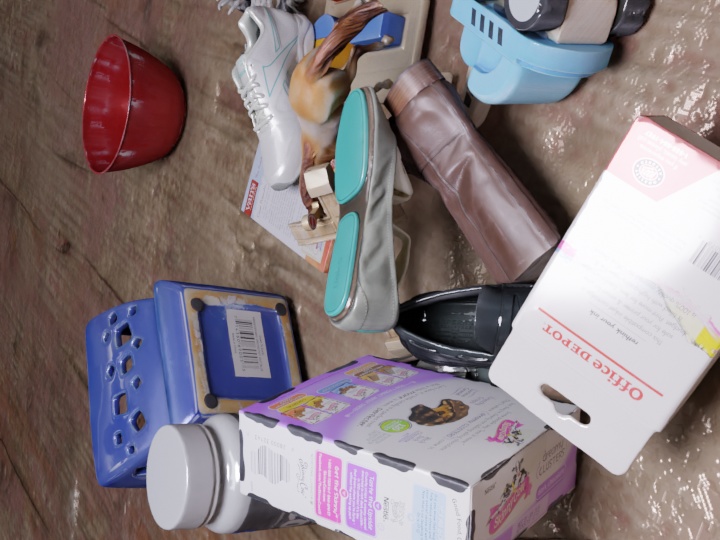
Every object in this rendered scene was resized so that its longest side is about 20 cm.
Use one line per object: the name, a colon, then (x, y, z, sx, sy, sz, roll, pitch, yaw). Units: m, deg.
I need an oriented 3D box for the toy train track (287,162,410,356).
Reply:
toy train track: (0.000, 0.000, 0.825, 0.114, 0.033, 0.201, -12, 118, 30)

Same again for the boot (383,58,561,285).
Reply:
boot: (0.080, -0.049, 0.778, 0.200, 0.064, 0.187, 54, 160, 12)

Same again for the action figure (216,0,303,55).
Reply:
action figure: (-0.107, -0.300, 1.060, 0.119, 0.102, 0.201, 17, 99, 43)

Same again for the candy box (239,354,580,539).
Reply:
candy box: (0.038, 0.134, 0.690, 0.199, 0.167, 0.072, 11, 107, 36)

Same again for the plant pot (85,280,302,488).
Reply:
plant pot: (-0.175, 0.121, 1.037, 0.180, 0.199, 0.201, -33, 59, 41)

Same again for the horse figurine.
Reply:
horse figurine: (-0.019, -0.148, 0.801, 0.050, 0.133, 0.200, 34, 156, 17)

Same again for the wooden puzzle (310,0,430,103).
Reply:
wooden puzzle: (0.004, -0.272, 0.943, 0.185, 0.046, 0.201, 9, 94, 55)

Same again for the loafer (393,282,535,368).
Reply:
loafer: (0.110, 0.044, 0.703, 0.200, 0.070, 0.068, -4, 67, 39)

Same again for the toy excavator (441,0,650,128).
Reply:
toy excavator: (0.109, -0.168, 0.749, 0.195, 0.099, 0.201, 52, 137, 45)

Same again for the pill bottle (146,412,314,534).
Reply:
pill bottle: (-0.097, 0.195, 0.904, 0.114, 0.199, 0.114, -8, 80, 55)

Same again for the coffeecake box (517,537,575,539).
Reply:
coffeecake box: (0.050, 0.244, 0.685, 0.153, 0.199, 0.073, -20, 71, 53)

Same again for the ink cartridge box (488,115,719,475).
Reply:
ink cartridge box: (0.180, 0.017, 0.592, 0.116, 0.067, 0.201, 38, 115, 22)

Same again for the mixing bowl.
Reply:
mixing bowl: (-0.325, -0.234, 1.361, 0.200, 0.108, 0.201, -10, 78, 54)

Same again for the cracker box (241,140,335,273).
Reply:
cracker box: (-0.048, -0.092, 0.988, 0.200, 0.057, 0.135, 36, 114, 50)

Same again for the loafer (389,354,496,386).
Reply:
loafer: (0.058, 0.103, 0.809, 0.200, 0.063, 0.072, -14, 75, 54)

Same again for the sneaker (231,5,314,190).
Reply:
sneaker: (-0.096, -0.179, 0.957, 0.070, 0.080, 0.201, -20, 67, 47)

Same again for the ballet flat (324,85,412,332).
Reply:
ballet flat: (0.011, -0.047, 0.746, 0.067, 0.063, 0.201, -22, 60, 61)
